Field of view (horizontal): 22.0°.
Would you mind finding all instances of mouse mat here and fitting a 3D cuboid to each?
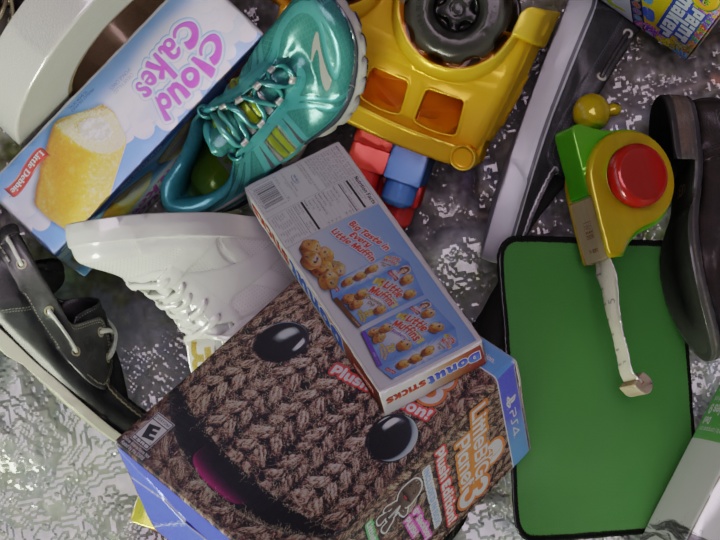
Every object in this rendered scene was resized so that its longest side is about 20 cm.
[{"bbox_3d":[0.161,0.078,1.244,0.160,0.008,0.202,2,83,-32],"label":"mouse mat"}]

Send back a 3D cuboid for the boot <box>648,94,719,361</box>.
[{"bbox_3d":[0.292,-0.044,1.264,0.173,0.069,0.202,-4,84,-10],"label":"boot"}]

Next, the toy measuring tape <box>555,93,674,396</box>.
[{"bbox_3d":[0.182,-0.021,1.229,0.073,0.074,0.201,-14,87,-1],"label":"toy measuring tape"}]

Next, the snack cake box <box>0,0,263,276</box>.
[{"bbox_3d":[-0.150,-0.096,1.252,0.067,0.115,0.200,42,86,7],"label":"snack cake box"}]

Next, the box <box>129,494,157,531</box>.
[{"bbox_3d":[-0.051,0.180,1.241,0.199,0.075,0.050,21,84,2],"label":"box"}]

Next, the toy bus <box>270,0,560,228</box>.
[{"bbox_3d":[0.012,-0.134,1.260,0.199,0.136,0.193,23,100,5],"label":"toy bus"}]

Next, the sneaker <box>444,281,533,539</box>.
[{"bbox_3d":[0.058,0.085,1.255,0.090,0.076,0.201,23,80,13],"label":"sneaker"}]

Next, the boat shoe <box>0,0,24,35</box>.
[{"bbox_3d":[-0.261,-0.178,1.282,0.198,0.073,0.075,-9,84,-1],"label":"boat shoe"}]

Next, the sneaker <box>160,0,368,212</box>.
[{"bbox_3d":[-0.063,-0.100,1.195,0.078,0.079,0.200,48,128,13],"label":"sneaker"}]

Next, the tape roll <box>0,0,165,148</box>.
[{"bbox_3d":[-0.166,-0.163,1.217,0.037,0.203,0.203,42,85,7],"label":"tape roll"}]

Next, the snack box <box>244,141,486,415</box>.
[{"bbox_3d":[0.000,0.000,1.158,0.072,0.024,0.200,-26,50,-11],"label":"snack box"}]

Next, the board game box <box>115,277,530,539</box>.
[{"bbox_3d":[-0.020,0.109,1.152,0.159,0.097,0.200,32,63,32],"label":"board game box"}]

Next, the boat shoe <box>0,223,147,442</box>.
[{"bbox_3d":[-0.186,0.053,1.220,0.068,0.072,0.200,-46,121,-8],"label":"boat shoe"}]

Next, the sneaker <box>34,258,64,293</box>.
[{"bbox_3d":[-0.279,0.061,1.262,0.199,0.074,0.089,-27,90,4],"label":"sneaker"}]

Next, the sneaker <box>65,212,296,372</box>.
[{"bbox_3d":[-0.107,0.022,1.214,0.073,0.199,0.117,-3,85,43],"label":"sneaker"}]

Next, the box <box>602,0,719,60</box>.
[{"bbox_3d":[0.211,-0.291,1.253,0.192,0.122,0.200,35,74,3],"label":"box"}]

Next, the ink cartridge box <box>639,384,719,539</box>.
[{"bbox_3d":[0.263,0.194,1.219,0.145,0.084,0.201,30,84,-10],"label":"ink cartridge box"}]

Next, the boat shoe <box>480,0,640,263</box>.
[{"bbox_3d":[0.137,-0.095,1.275,0.056,0.069,0.201,21,82,2],"label":"boat shoe"}]
